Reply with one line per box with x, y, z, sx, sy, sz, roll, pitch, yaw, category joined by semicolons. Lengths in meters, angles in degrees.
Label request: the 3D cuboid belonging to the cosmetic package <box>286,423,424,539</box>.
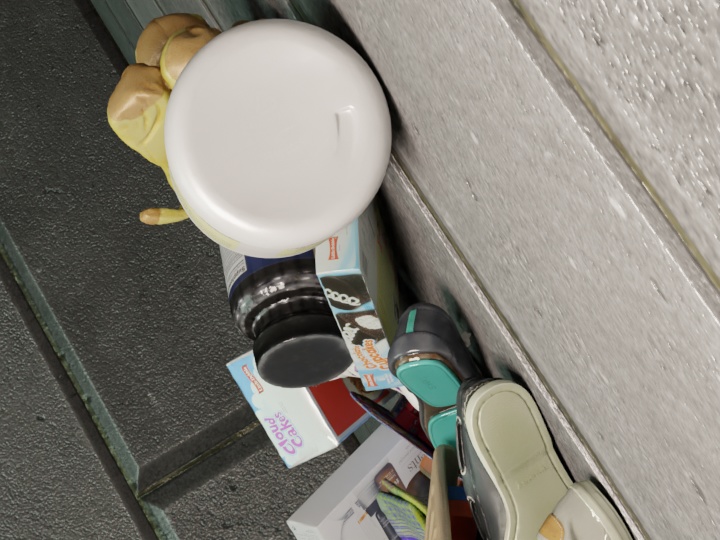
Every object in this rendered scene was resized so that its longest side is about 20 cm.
0.039;0.237;1.585;0.052;0.200;0.151;2;127;49;cosmetic package

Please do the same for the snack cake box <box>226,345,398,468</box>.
-0.029;0.093;1.573;0.115;0.067;0.200;60;-149;-2;snack cake box

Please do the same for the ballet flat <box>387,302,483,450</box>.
0.070;0.086;1.278;0.073;0.073;0.200;55;178;36;ballet flat

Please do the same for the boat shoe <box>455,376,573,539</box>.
0.112;0.164;1.194;0.200;0.074;0.066;65;166;-21;boat shoe

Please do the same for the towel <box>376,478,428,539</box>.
0.085;0.278;1.412;0.201;0.023;0.144;61;166;-17;towel

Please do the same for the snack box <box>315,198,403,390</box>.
0.000;0.000;1.307;0.200;0.037;0.117;70;-164;-58;snack box

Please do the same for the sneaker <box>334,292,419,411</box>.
0.007;0.083;1.446;0.073;0.114;0.201;40;-169;-40;sneaker

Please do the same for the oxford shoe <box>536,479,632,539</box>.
0.177;0.234;1.118;0.201;0.058;0.075;60;172;-17;oxford shoe

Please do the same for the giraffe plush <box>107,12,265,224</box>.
-0.129;-0.147;1.357;0.163;0.171;0.201;-111;15;-44;giraffe plush

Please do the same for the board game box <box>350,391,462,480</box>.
0.082;0.151;1.469;0.200;0.039;0.158;35;-179;10;board game box

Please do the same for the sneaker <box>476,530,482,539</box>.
0.133;0.235;1.324;0.121;0.083;0.201;38;151;60;sneaker

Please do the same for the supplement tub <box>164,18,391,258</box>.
-0.059;-0.083;1.114;0.146;0.145;0.200;59;174;-1;supplement tub

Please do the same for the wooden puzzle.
0.063;0.252;1.228;0.200;0.046;0.186;-71;-12;-72;wooden puzzle

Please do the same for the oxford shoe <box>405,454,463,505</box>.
0.109;0.241;1.471;0.071;0.073;0.200;33;-178;-40;oxford shoe

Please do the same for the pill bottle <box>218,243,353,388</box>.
-0.064;-0.005;1.426;0.112;0.111;0.201;69;-174;-57;pill bottle
